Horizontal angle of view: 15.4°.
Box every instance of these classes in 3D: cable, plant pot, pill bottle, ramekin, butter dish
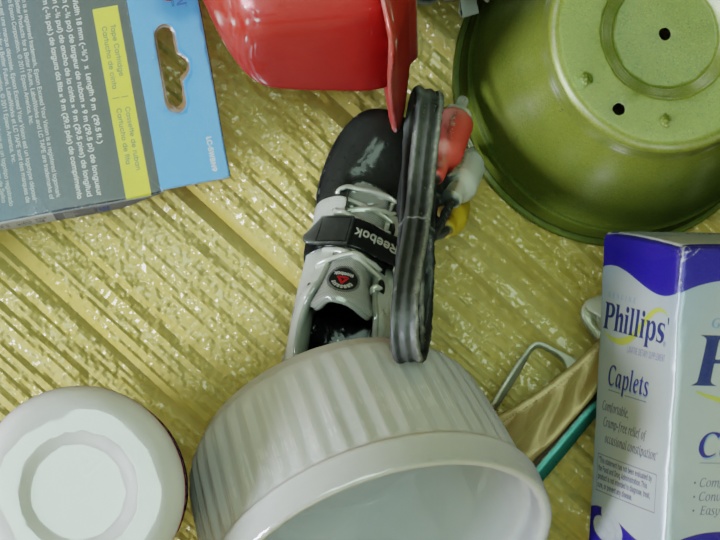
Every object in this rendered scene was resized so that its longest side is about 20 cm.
[{"bbox_3d":[0.045,-0.032,1.494,0.050,0.200,0.098,2,123,2],"label":"cable"},{"bbox_3d":[0.160,-0.120,1.520,0.199,0.193,0.202,0,87,-3],"label":"plant pot"},{"bbox_3d":[-0.152,0.122,1.482,0.112,0.200,0.113,0,86,-3],"label":"pill bottle"},{"bbox_3d":[-0.002,0.128,1.496,0.199,0.201,0.105,-20,54,-4],"label":"ramekin"},{"bbox_3d":[-0.049,-0.184,1.501,0.147,0.200,0.201,-9,77,-1],"label":"butter dish"}]

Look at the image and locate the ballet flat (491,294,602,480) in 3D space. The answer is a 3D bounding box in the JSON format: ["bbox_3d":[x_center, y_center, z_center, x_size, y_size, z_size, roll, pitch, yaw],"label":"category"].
[{"bbox_3d":[0.136,0.052,1.573,0.200,0.069,0.063,-43,74,-6],"label":"ballet flat"}]

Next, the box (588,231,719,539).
[{"bbox_3d":[0.236,0.081,1.508,0.183,0.105,0.201,1,94,-17],"label":"box"}]

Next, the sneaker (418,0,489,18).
[{"bbox_3d":[0.073,-0.185,1.524,0.074,0.200,0.082,1,95,-14],"label":"sneaker"}]

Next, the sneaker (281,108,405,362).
[{"bbox_3d":[0.000,0.000,1.557,0.074,0.089,0.201,12,84,-1],"label":"sneaker"}]

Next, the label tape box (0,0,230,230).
[{"bbox_3d":[-0.186,-0.102,1.564,0.199,0.063,0.145,-10,86,-4],"label":"label tape box"}]
